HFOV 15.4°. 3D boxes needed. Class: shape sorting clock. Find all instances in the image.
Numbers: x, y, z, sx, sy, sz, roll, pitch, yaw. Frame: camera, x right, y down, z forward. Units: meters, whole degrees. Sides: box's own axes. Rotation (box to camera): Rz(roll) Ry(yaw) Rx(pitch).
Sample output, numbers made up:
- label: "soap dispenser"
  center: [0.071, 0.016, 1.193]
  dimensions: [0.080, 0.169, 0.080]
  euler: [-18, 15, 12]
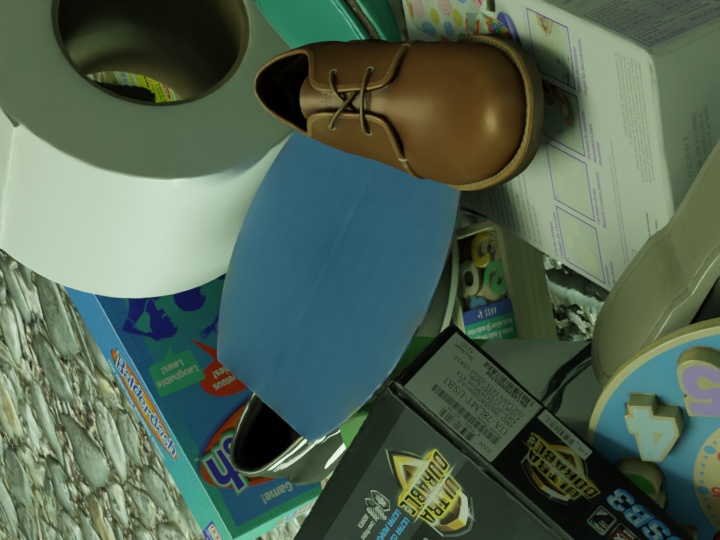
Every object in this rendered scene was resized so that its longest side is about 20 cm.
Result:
- label: "shape sorting clock"
  center: [0.190, 0.095, 1.107]
  dimensions: [0.200, 0.039, 0.200]
  euler: [13, 139, 11]

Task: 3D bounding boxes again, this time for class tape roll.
- label: "tape roll"
  center: [-0.124, -0.103, 1.474]
  dimensions: [0.203, 0.203, 0.139]
  euler: [56, 156, 17]

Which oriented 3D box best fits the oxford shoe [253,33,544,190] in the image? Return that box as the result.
- label: "oxford shoe"
  center: [0.015, -0.074, 1.220]
  dimensions: [0.200, 0.071, 0.071]
  euler: [9, 98, 60]

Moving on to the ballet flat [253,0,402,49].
- label: "ballet flat"
  center: [-0.040, -0.171, 1.381]
  dimensions: [0.200, 0.070, 0.067]
  euler: [39, 146, 6]

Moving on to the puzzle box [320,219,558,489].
- label: "puzzle box"
  center: [0.034, 0.054, 1.422]
  dimensions: [0.200, 0.025, 0.133]
  euler: [-19, 80, 53]

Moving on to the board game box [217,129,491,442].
- label: "board game box"
  center: [0.000, 0.000, 1.319]
  dimensions: [0.158, 0.039, 0.200]
  euler: [-64, 30, 6]

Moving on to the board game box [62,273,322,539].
- label: "board game box"
  center: [-0.065, 0.046, 1.559]
  dimensions: [0.200, 0.152, 0.045]
  euler: [59, 155, 10]

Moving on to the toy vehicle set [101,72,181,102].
- label: "toy vehicle set"
  center: [-0.127, -0.127, 1.671]
  dimensions: [0.124, 0.027, 0.200]
  euler: [11, 124, 61]

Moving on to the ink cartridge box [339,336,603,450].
- label: "ink cartridge box"
  center: [0.106, 0.113, 1.271]
  dimensions: [0.200, 0.083, 0.147]
  euler: [-1, 115, 37]

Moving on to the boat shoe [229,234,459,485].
- label: "boat shoe"
  center: [-0.010, 0.046, 1.410]
  dimensions: [0.067, 0.057, 0.200]
  euler: [58, 137, 30]

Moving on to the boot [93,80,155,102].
- label: "boot"
  center: [-0.147, -0.017, 1.699]
  dimensions: [0.182, 0.073, 0.200]
  euler: [-146, 42, -72]

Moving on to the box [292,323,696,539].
- label: "box"
  center: [0.074, 0.141, 1.188]
  dimensions: [0.199, 0.050, 0.200]
  euler: [43, 151, 8]

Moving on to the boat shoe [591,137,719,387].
- label: "boat shoe"
  center: [0.173, -0.015, 1.100]
  dimensions: [0.200, 0.063, 0.073]
  euler: [-52, 30, 36]

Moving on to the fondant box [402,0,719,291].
- label: "fondant box"
  center: [0.100, -0.075, 1.218]
  dimensions: [0.200, 0.058, 0.144]
  euler: [32, 142, 49]
